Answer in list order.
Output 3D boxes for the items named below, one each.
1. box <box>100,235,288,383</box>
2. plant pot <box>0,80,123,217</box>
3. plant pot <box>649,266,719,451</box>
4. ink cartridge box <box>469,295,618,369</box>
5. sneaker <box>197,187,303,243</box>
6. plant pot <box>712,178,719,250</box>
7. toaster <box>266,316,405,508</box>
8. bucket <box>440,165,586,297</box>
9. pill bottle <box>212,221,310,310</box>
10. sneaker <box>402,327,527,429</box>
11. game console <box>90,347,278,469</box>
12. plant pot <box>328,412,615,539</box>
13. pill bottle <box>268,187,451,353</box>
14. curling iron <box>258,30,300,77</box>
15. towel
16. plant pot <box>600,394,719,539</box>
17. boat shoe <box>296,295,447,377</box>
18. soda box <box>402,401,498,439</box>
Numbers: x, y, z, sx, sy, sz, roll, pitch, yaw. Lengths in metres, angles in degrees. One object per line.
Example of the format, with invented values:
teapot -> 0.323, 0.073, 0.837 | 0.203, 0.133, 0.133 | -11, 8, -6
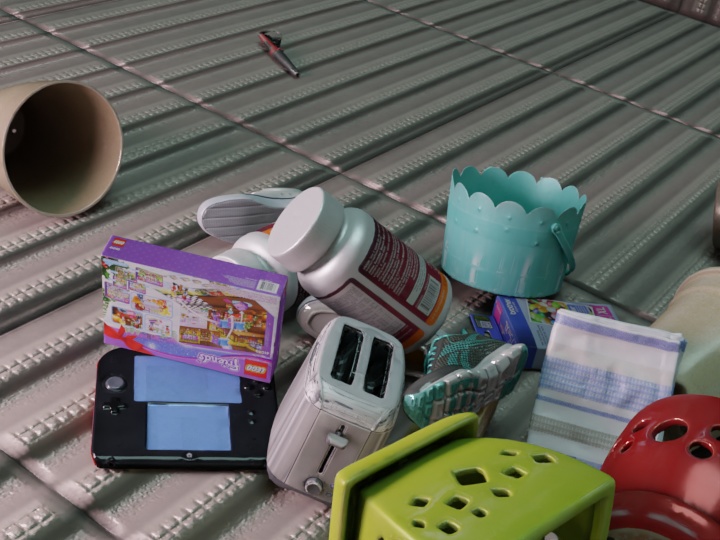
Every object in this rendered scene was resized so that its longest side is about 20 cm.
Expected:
box -> -0.185, 0.044, 1.152 | 0.199, 0.137, 0.039 | 14, 41, 2
plant pot -> -0.470, -0.189, 1.483 | 0.200, 0.188, 0.187 | 19, 29, 41
plant pot -> 0.398, 0.124, 1.241 | 0.183, 0.201, 0.200 | -27, 47, -30
ink cartridge box -> 0.254, 0.084, 1.381 | 0.199, 0.042, 0.120 | 3, 32, -10
sneaker -> -0.149, -0.082, 1.503 | 0.199, 0.073, 0.071 | -1, 23, -35
plant pot -> 0.658, -0.088, 1.665 | 0.173, 0.201, 0.200 | 7, 28, 24
toaster -> -0.020, 0.140, 1.100 | 0.113, 0.129, 0.200 | 25, 31, -4
bucket -> 0.211, -0.056, 1.467 | 0.206, 0.135, 0.207 | 8, 20, -3
pill bottle -> -0.100, -0.008, 1.347 | 0.109, 0.110, 0.200 | 29, 35, 28
sneaker -> 0.096, 0.113, 1.126 | 0.091, 0.078, 0.200 | 28, 26, 31
game console -> -0.189, 0.149, 1.143 | 0.199, 0.031, 0.177 | 3, 32, -13
plant pot -> 0.081, 0.252, 0.914 | 0.199, 0.200, 0.181 | -20, 36, -39
pill bottle -> 0.000, 0.000, 1.172 | 0.200, 0.110, 0.110 | 37, 21, -27
curling iron -> -0.160, -0.440, 2.106 | 0.049, 0.026, 0.200 | -7, 36, -21
towel -> 0.265, 0.150, 1.144 | 0.146, 0.201, 0.024 | 14, -4, 10
plant pot -> 0.309, 0.244, 0.986 | 0.200, 0.201, 0.182 | 26, 37, 24
boat shoe -> 0.014, 0.086, 1.277 | 0.199, 0.071, 0.070 | 20, 29, 2
soda box -> 0.099, 0.175, 1.156 | 0.064, 0.068, 0.200 | 21, 33, 16
